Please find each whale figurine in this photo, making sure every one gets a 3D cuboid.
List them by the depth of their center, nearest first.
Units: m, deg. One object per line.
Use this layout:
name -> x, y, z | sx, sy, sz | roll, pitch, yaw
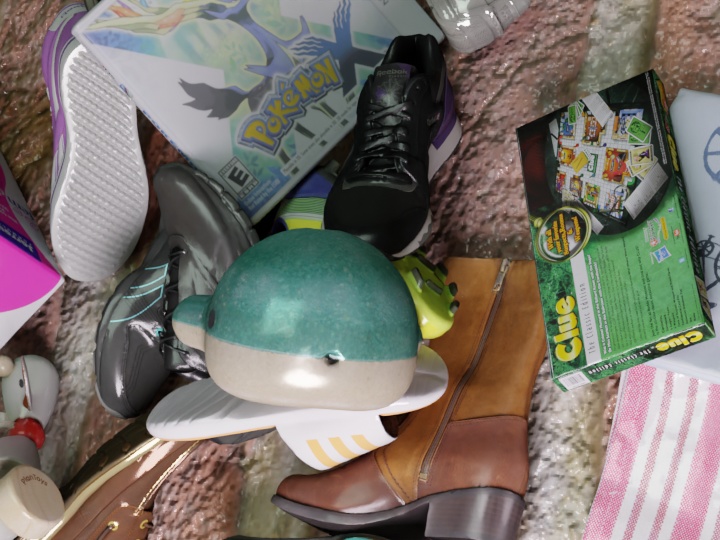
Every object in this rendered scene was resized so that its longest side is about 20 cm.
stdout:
whale figurine -> -0.036, 0.020, 1.163 | 0.158, 0.200, 0.105 | 5, 99, -12

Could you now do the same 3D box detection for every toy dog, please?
toy dog -> -0.267, 0.124, 1.333 | 0.132, 0.096, 0.200 | -45, 27, 5

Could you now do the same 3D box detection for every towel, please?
towel -> 0.238, 0.121, 1.140 | 0.199, 0.030, 0.148 | 8, 77, 31

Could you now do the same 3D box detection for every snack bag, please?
snack bag -> 0.251, -0.012, 1.170 | 0.187, 0.021, 0.201 | 14, 71, 30

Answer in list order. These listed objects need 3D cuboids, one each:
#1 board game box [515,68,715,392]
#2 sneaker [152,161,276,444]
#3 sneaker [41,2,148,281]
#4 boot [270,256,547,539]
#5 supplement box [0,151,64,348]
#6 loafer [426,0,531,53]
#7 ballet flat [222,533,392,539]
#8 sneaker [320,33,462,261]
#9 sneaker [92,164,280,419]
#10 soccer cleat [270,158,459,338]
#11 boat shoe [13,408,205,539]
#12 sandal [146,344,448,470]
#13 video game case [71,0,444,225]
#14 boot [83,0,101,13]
board game box -> 0.158, -0.028, 1.198 | 0.104, 0.023, 0.201 | -20, 52, 21
sneaker -> -0.102, 0.024, 1.281 | 0.090, 0.076, 0.201 | -24, 89, -19
sneaker -> -0.203, -0.100, 1.415 | 0.114, 0.072, 0.202 | -127, 39, -55
boot -> 0.038, 0.080, 1.247 | 0.187, 0.068, 0.202 | -5, 64, 41
supplement box -> -0.315, -0.034, 1.429 | 0.103, 0.101, 0.200 | -44, 42, 9
loafer -> 0.058, -0.244, 1.351 | 0.069, 0.070, 0.201 | -28, 65, 6
ballet flat -> -0.014, 0.203, 1.224 | 0.199, 0.068, 0.069 | 4, 74, 37
sneaker -> 0.014, -0.086, 1.241 | 0.075, 0.088, 0.201 | 1, 35, 14
sneaker -> -0.125, 0.016, 1.351 | 0.079, 0.075, 0.201 | 21, 84, 30
soccer cleat -> 0.000, 0.000, 1.277 | 0.084, 0.065, 0.200 | -47, 40, 6
boat shoe -> -0.173, 0.165, 1.335 | 0.200, 0.072, 0.068 | -41, 101, 14
sandal -> -0.036, 0.095, 1.222 | 0.205, 0.060, 0.079 | -10, 26, 19
video game case -> -0.068, -0.164, 1.313 | 0.200, 0.022, 0.182 | -45, 99, -14
boot -> -0.098, -0.228, 1.364 | 0.153, 0.203, 0.074 | -2, 106, 23
